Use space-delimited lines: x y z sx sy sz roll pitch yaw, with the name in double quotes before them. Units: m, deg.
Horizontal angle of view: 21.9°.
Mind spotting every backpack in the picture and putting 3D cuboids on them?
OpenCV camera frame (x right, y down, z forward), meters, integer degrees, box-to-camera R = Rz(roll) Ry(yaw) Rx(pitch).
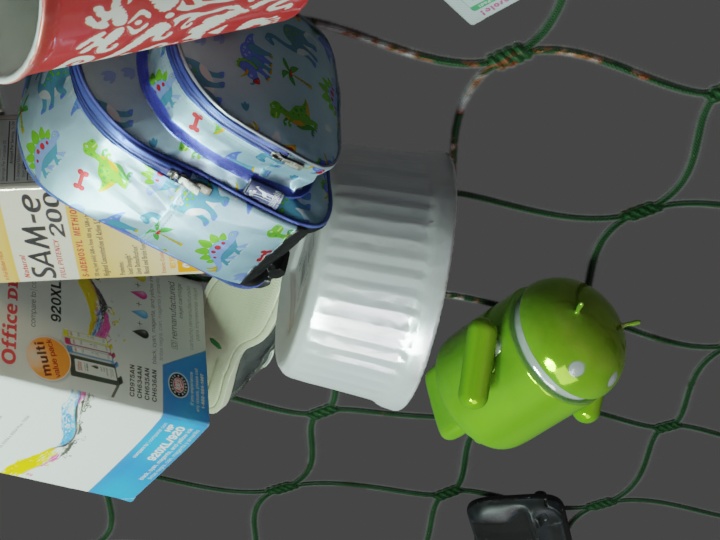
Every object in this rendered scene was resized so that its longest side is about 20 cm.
"backpack" -0.114 -0.110 1.236 0.200 0.183 0.147 22 133 -26

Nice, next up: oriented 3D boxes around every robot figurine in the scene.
"robot figurine" 0.146 0.080 1.616 0.175 0.116 0.200 13 143 -41

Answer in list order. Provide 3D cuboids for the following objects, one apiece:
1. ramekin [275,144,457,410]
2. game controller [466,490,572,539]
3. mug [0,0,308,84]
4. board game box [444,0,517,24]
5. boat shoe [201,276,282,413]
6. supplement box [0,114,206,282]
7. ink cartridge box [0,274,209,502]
"ramekin" 0.000 0.000 1.407 0.098 0.201 0.201 10 145 -10
"game controller" 0.177 0.293 2.032 0.104 0.042 0.200 3 149 14
"mug" -0.127 -0.206 1.091 0.200 0.133 0.178 -13 137 -36
"board game box" 0.074 -0.252 1.144 0.147 0.064 0.200 -23 142 27
"boat shoe" -0.095 0.040 1.590 0.068 0.072 0.200 -29 158 -42
"supplement box" -0.210 -0.054 1.402 0.200 0.074 0.126 -3 147 -2
"ink cartridge box" -0.247 0.079 1.535 0.200 0.147 0.145 16 140 -29
